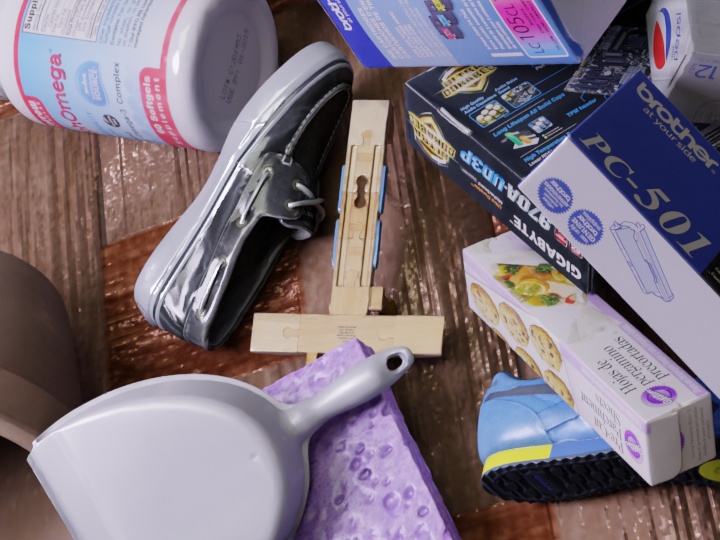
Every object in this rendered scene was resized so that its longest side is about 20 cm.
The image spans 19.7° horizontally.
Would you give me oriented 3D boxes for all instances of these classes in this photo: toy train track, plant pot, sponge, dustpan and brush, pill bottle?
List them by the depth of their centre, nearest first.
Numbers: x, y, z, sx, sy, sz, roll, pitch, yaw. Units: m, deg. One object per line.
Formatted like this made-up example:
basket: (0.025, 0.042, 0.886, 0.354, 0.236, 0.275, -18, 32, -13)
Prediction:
dustpan and brush: (-0.058, 0.098, 1.108, 0.199, 0.057, 0.140, -31, 92, 6)
sponge: (-0.005, 0.148, 1.123, 0.111, 0.030, 0.201, -30, 65, 10)
plant pot: (-0.233, 0.084, 1.206, 0.198, 0.201, 0.176, -16, 39, 17)
toy train track: (0.000, 0.000, 1.208, 0.113, 0.033, 0.202, 1, 73, 16)
pill bottle: (-0.160, -0.141, 1.321, 0.198, 0.109, 0.110, 10, 69, 30)

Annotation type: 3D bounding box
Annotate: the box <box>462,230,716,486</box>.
box: (0.113, 0.039, 1.066, 0.038, 0.042, 0.200, -21, 33, -15)

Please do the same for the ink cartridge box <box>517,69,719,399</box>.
ink cartridge box: (0.175, 0.002, 1.006, 0.200, 0.094, 0.044, 47, 129, 3)

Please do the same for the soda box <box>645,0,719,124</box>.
soda box: (0.252, -0.114, 1.079, 0.198, 0.064, 0.069, 4, 61, -10)

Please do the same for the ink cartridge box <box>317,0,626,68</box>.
ink cartridge box: (0.064, -0.181, 1.135, 0.199, 0.077, 0.137, 3, 49, 49)

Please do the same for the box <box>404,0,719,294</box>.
box: (0.148, -0.089, 1.137, 0.199, 0.046, 0.159, -30, 51, -23)

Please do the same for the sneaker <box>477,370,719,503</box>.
sneaker: (0.155, 0.072, 1.084, 0.198, 0.066, 0.079, -7, 58, 23)

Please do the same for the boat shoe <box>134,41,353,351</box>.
boat shoe: (-0.054, -0.040, 1.249, 0.071, 0.072, 0.201, 33, 91, 26)
